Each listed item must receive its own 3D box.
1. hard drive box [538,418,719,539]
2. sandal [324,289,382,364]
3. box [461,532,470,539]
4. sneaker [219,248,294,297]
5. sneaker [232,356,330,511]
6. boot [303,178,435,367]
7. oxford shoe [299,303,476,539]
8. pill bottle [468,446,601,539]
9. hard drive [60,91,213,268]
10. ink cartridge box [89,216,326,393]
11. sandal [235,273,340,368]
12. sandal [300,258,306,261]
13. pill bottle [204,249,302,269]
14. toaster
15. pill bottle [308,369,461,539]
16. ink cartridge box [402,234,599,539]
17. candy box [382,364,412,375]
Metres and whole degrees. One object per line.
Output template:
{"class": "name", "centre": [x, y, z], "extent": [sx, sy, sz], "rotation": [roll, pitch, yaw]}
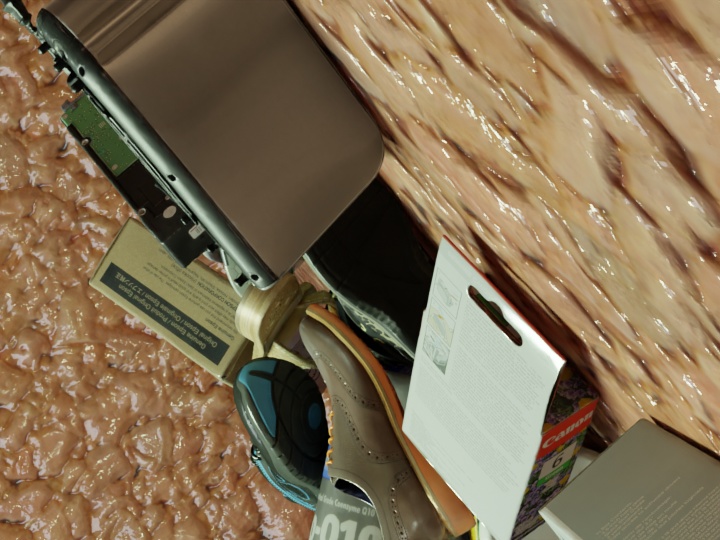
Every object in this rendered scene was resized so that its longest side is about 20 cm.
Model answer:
{"class": "hard drive box", "centre": [0.185, 0.169, 0.668], "extent": [0.156, 0.077, 0.200], "rotation": [51, 176, -13]}
{"class": "sandal", "centre": [-0.005, 0.029, 1.213], "extent": [0.045, 0.076, 0.200], "rotation": [18, -167, -8]}
{"class": "box", "centre": [0.060, 0.183, 1.219], "extent": [0.200, 0.050, 0.158], "rotation": [48, 171, 7]}
{"class": "sneaker", "centre": [-0.091, -0.093, 1.205], "extent": [0.147, 0.076, 0.204], "rotation": [-80, -17, -63]}
{"class": "sneaker", "centre": [-0.060, 0.137, 1.130], "extent": [0.081, 0.074, 0.201], "rotation": [3, 144, 29]}
{"class": "boot", "centre": [0.000, 0.002, 1.022], "extent": [0.204, 0.074, 0.154], "rotation": [47, 168, -11]}
{"class": "oxford shoe", "centre": [-0.001, 0.108, 0.999], "extent": [0.201, 0.072, 0.071], "rotation": [56, 178, 31]}
{"class": "pill bottle", "centre": [0.134, 0.180, 1.038], "extent": [0.113, 0.113, 0.200], "rotation": [49, 176, 6]}
{"class": "hard drive", "centre": [-0.125, -0.104, 1.048], "extent": [0.200, 0.139, 0.038], "rotation": [44, 174, 42]}
{"class": "ink cartridge box", "centre": [-0.126, 0.048, 1.308], "extent": [0.164, 0.076, 0.200], "rotation": [31, 176, 26]}
{"class": "sandal", "centre": [-0.040, 0.052, 1.124], "extent": [0.069, 0.078, 0.212], "rotation": [31, 174, 11]}
{"class": "sandal", "centre": [-0.024, -0.040, 1.117], "extent": [0.210, 0.070, 0.078], "rotation": [27, -165, -25]}
{"class": "pill bottle", "centre": [-0.134, -0.081, 1.413], "extent": [0.200, 0.113, 0.113], "rotation": [49, 176, 17]}
{"class": "toaster", "centre": [-0.096, -0.110, 0.846], "extent": [0.200, 0.118, 0.181], "rotation": [51, 175, -25]}
{"class": "pill bottle", "centre": [0.022, 0.179, 1.084], "extent": [0.112, 0.202, 0.114], "rotation": [12, 175, 1]}
{"class": "ink cartridge box", "centre": [0.084, 0.068, 0.864], "extent": [0.109, 0.050, 0.201], "rotation": [47, 150, 28]}
{"class": "candy box", "centre": [0.085, 0.122, 1.259], "extent": [0.201, 0.077, 0.169], "rotation": [52, 173, -13]}
